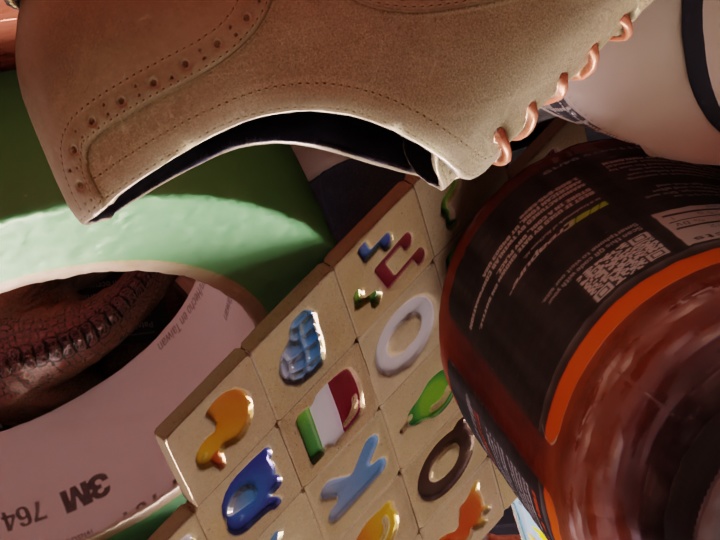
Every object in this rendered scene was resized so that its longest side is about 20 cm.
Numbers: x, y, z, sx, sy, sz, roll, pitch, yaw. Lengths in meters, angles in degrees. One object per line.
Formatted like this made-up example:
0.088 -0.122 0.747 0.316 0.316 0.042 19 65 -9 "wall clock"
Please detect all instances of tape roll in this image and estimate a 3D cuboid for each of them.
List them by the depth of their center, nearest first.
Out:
-0.100 0.027 0.727 0.199 0.048 0.201 -20 148 -13 "tape roll"

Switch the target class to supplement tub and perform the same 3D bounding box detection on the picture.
0.088 0.036 0.659 0.106 0.108 0.200 -11 -163 -7 "supplement tub"

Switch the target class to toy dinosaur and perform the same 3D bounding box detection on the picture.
-0.126 0.024 0.830 0.199 0.086 0.135 -15 175 43 "toy dinosaur"

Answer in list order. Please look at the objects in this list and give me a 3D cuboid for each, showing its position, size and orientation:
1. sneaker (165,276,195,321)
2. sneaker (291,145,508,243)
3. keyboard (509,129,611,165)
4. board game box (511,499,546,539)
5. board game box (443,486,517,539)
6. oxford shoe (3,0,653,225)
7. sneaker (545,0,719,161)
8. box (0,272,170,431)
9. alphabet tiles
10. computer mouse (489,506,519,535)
-0.044 0.095 1.057 0.073 0.201 0.085 -29 162 25 "sneaker"
0.000 0.000 0.864 0.075 0.085 0.200 -10 173 -14 "sneaker"
0.100 -0.034 0.948 0.199 0.040 0.104 -16 171 37 "keyboard"
0.163 0.082 0.922 0.199 0.105 0.103 24 160 20 "board game box"
-0.041 0.082 0.872 0.200 0.047 0.151 -37 -156 -26 "board game box"
0.028 -0.055 0.527 0.199 0.074 0.071 -11 173 -5 "oxford shoe"
0.123 -0.057 0.671 0.080 0.077 0.199 -6 173 43 "sneaker"
-0.138 0.108 1.013 0.104 0.201 0.148 -7 172 -39 "box"
0.007 0.049 0.761 0.200 0.006 0.167 -46 146 -21 "alphabet tiles"
0.047 0.082 1.060 0.199 0.046 0.140 21 157 -24 "computer mouse"
